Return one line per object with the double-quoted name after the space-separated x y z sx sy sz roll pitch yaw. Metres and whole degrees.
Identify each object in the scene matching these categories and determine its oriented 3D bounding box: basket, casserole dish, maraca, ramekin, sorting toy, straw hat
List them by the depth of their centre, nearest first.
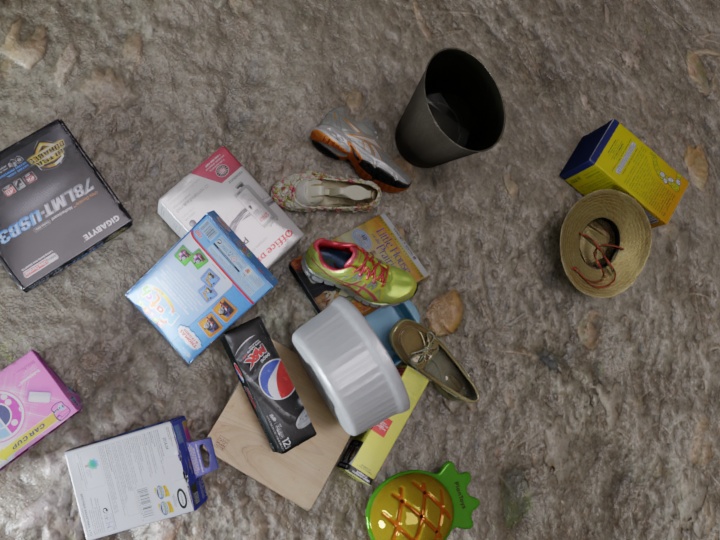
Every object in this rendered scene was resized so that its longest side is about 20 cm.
-0.020 0.148 1.111 0.097 0.200 0.201 -30 90 -13 "ramekin"
-0.123 0.246 1.199 0.199 0.070 0.199 33 73 -9 "sorting toy"
0.103 0.394 1.221 0.199 0.107 0.138 -16 85 -19 "maraca"
0.014 0.120 1.278 0.199 0.039 0.121 -34 92 -18 "casserole dish"
0.144 -0.260 1.295 0.135 0.200 0.181 -22 87 -18 "basket"
0.446 -0.052 1.411 0.200 0.085 0.203 -1 94 -10 "straw hat"

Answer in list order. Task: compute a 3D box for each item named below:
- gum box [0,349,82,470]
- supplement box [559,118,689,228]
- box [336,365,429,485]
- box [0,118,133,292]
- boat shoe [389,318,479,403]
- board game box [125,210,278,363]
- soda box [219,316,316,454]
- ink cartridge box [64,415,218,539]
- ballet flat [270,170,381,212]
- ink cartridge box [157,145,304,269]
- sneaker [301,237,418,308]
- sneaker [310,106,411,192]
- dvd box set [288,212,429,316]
-0.521 0.217 1.087 0.200 0.066 0.114 -38 92 -19 "gum box"
0.512 -0.178 1.438 0.200 0.109 0.110 38 73 -8 "supplement box"
0.038 0.257 1.243 0.050 0.075 0.201 35 74 -8 "box"
-0.497 -0.102 1.159 0.200 0.050 0.199 -35 91 -18 "box"
0.129 0.157 1.264 0.073 0.063 0.201 -48 115 -16 "boat shoe"
-0.250 0.028 1.160 0.200 0.037 0.151 -41 94 17 "board game box"
-0.143 0.175 1.131 0.063 0.071 0.201 -26 88 -20 "soda box"
-0.315 0.302 1.097 0.199 0.076 0.137 -16 86 4 "ink cartridge box"
-0.054 -0.138 1.285 0.199 0.064 0.076 -3 92 -16 "ballet flat"
-0.212 -0.078 1.220 0.200 0.083 0.147 47 72 -4 "ink cartridge box"
0.000 0.000 1.209 0.199 0.090 0.079 16 63 -1 "sneaker"
0.016 -0.221 1.319 0.199 0.076 0.092 34 69 -10 "sneaker"
-0.002 0.002 1.275 0.199 0.029 0.147 -28 71 -19 "dvd box set"
